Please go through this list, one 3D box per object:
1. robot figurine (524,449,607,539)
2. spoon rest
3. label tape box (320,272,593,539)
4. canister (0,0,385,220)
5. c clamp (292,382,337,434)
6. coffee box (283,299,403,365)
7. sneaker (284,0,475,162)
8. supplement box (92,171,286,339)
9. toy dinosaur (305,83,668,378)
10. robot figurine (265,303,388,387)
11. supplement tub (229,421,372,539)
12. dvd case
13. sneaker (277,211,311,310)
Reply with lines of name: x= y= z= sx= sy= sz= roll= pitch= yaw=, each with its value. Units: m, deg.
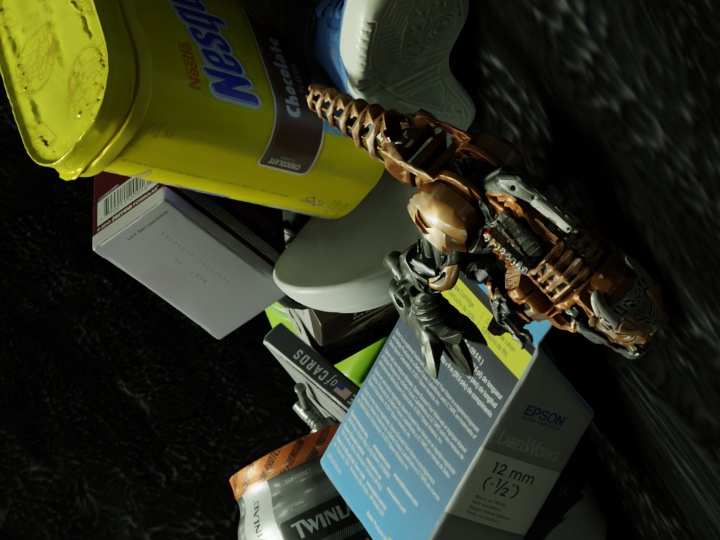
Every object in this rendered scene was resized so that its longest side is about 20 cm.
robot figurine: x=0.086 y=0.145 z=1.317 sx=0.200 sy=0.125 sz=0.150 roll=64 pitch=167 yaw=-20
spoon rest: x=0.010 y=-0.031 z=1.177 sx=0.200 sy=0.099 sz=0.061 roll=-56 pitch=-48 yaw=-64
label tape box: x=0.068 y=0.072 z=1.159 sx=0.066 sy=0.200 sz=0.143 roll=22 pitch=-165 yaw=-30
canister: x=-0.092 y=-0.108 z=1.106 sx=0.200 sy=0.087 sz=0.149 roll=11 pitch=-135 yaw=-41
c clamp: x=0.016 y=0.173 z=1.498 sx=0.200 sy=0.027 sz=0.171 roll=48 pitch=176 yaw=7
coffee box: x=0.000 y=0.000 z=1.452 sx=0.080 sy=0.113 sz=0.200 roll=60 pitch=174 yaw=11
sneaker: x=0.001 y=-0.136 z=1.035 sx=0.111 sy=0.077 sz=0.200 roll=50 pitch=176 yaw=20
supplement box: x=-0.104 y=-0.068 z=1.200 sx=0.109 sy=0.061 sz=0.200 roll=39 pitch=-150 yaw=-35
toy dinosaur: x=0.062 y=-0.027 z=0.956 sx=0.200 sy=0.102 sz=0.136 roll=60 pitch=167 yaw=20
robot figurine: x=-0.023 y=0.026 z=1.720 sx=0.175 sy=0.116 sz=0.200 roll=42 pitch=160 yaw=45
supplement tub: x=-0.006 y=0.214 z=1.377 sx=0.200 sy=0.122 sz=0.123 roll=63 pitch=174 yaw=9
dvd case: x=0.014 y=0.125 z=1.490 sx=0.150 sy=0.025 sz=0.200 roll=38 pitch=170 yaw=30
sneaker: x=-0.022 y=-0.058 z=1.265 sx=0.098 sy=0.071 sz=0.201 roll=-110 pitch=34 yaw=-51
